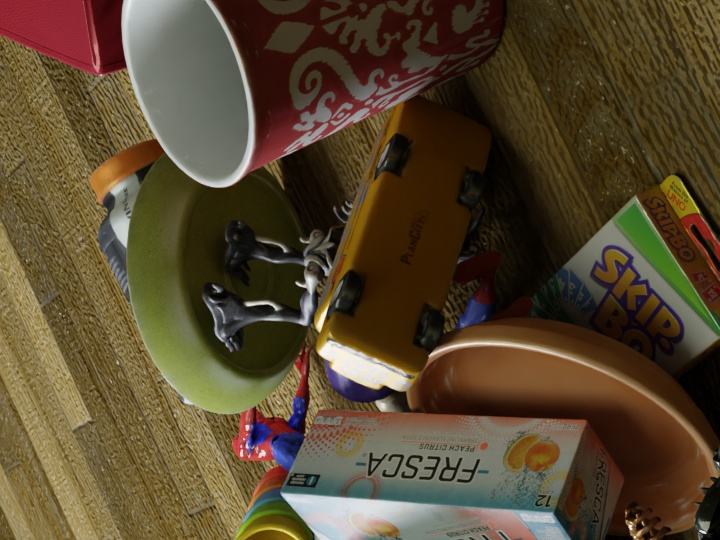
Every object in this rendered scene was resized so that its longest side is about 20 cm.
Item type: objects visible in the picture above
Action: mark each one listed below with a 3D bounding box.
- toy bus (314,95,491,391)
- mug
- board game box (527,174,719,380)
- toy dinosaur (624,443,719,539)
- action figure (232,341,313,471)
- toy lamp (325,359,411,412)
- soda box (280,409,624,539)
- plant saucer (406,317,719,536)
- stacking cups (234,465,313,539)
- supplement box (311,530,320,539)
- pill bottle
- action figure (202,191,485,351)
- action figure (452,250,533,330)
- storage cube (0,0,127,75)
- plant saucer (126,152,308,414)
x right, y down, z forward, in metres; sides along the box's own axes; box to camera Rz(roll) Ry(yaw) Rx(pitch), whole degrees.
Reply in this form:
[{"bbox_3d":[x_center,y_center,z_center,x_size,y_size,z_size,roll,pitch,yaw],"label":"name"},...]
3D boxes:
[{"bbox_3d":[0.023,-0.016,1.106,0.065,0.200,0.078,25,145,-9],"label":"toy bus"},{"bbox_3d":[-0.036,-0.150,1.100,0.177,0.200,0.134,24,129,49],"label":"mug"},{"bbox_3d":[0.159,0.029,1.093,0.096,0.030,0.200,59,145,13],"label":"board game box"},{"bbox_3d":[0.215,0.168,0.984,0.102,0.136,0.200,20,170,31],"label":"toy dinosaur"},{"bbox_3d":[-0.046,0.111,1.370,0.200,0.065,0.099,12,101,63],"label":"action figure"},{"bbox_3d":[0.020,0.088,1.204,0.058,0.058,0.200,41,167,35],"label":"toy lamp"},{"bbox_3d":[0.054,0.131,1.104,0.200,0.068,0.064,-1,140,36],"label":"soda box"},{"bbox_3d":[0.126,0.091,1.094,0.200,0.038,0.200,19,149,12],"label":"plant saucer"},{"bbox_3d":[-0.063,0.190,1.338,0.200,0.060,0.061,-101,-9,-84],"label":"stacking cups"},{"bbox_3d":[0.061,0.264,1.175,0.200,0.134,0.200,-142,43,-76],"label":"supplement box"},{"bbox_3d":[-0.139,-0.004,1.440,0.200,0.106,0.106,61,148,9],"label":"pill bottle"},{"bbox_3d":[0.000,0.000,1.232,0.200,0.102,0.119,-6,63,22],"label":"action figure"},{"bbox_3d":[0.075,0.060,1.188,0.065,0.052,0.200,51,164,23],"label":"action figure"},{"bbox_3d":[-0.163,-0.257,1.251,0.200,0.171,0.180,25,128,48],"label":"storage cube"},{"bbox_3d":[-0.090,0.002,1.304,0.031,0.200,0.200,-9,104,34],"label":"plant saucer"}]
